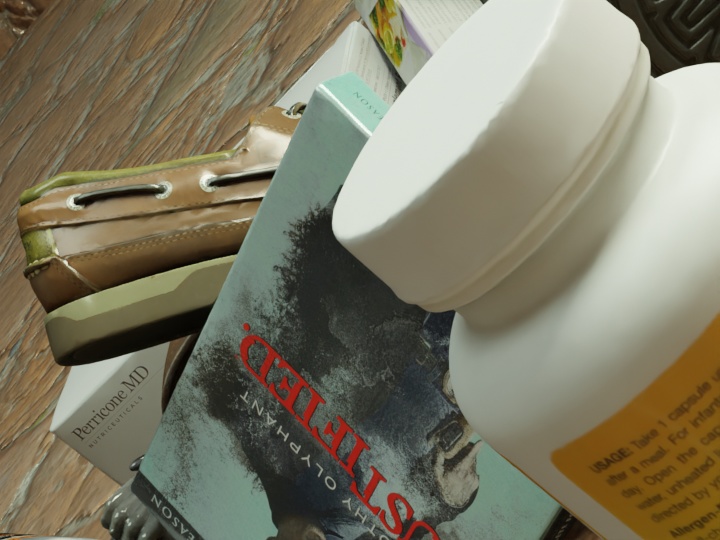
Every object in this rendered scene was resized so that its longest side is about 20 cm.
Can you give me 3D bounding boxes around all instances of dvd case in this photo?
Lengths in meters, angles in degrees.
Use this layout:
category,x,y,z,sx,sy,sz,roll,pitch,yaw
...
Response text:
category,x,y,z,sx,sy,sz,roll,pitch,yaw
dvd case,0.004,0.055,0.825,0.022,0.146,0.200,-25,-28,-43

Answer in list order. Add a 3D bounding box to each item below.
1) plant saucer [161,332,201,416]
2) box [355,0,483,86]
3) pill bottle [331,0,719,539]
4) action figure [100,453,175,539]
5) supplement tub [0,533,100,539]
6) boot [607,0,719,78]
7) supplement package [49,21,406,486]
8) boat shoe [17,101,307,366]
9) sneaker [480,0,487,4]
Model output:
category,x,y,z,sx,sy,sz,roll,pitch,yaw
plant saucer,0.000,0.000,1.027,0.200,0.037,0.201,-27,-24,-13
box,0.042,-0.098,1.149,0.200,0.041,0.039,-120,25,-55
pill bottle,0.093,0.022,0.613,0.113,0.200,0.113,-46,15,16
action figure,-0.035,0.097,0.986,0.102,0.119,0.200,-60,5,-36
supplement tub,-0.134,0.162,0.959,0.123,0.122,0.200,-55,15,-18
boot,0.098,-0.145,0.894,0.165,0.066,0.200,-40,30,-9
supplement package,-0.034,0.009,1.200,0.200,0.111,0.156,-45,16,23
boat shoe,-0.023,-0.028,0.892,0.199,0.068,0.072,-16,-9,-10
sneaker,0.089,-0.140,1.289,0.200,0.071,0.099,-61,19,-14
